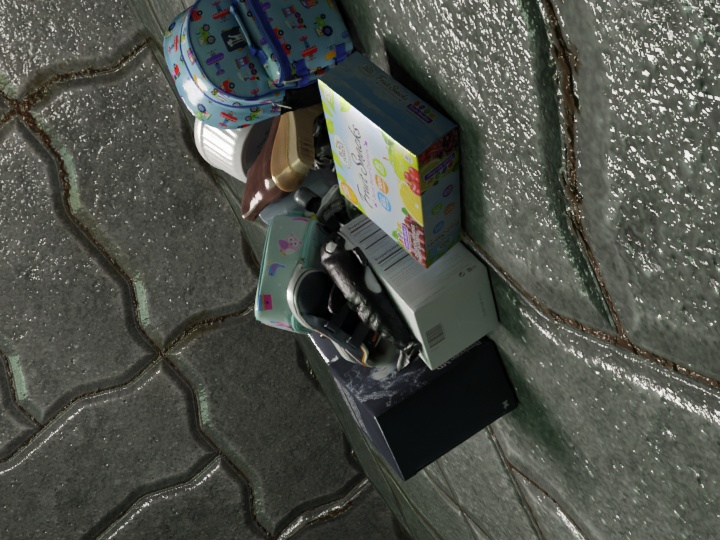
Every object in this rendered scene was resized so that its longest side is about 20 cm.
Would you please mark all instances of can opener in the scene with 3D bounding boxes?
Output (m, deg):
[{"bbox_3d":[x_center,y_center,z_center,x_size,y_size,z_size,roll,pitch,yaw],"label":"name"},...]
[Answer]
[{"bbox_3d":[-0.047,-0.090,1.341,0.066,0.053,0.200,36,177,10],"label":"can opener"}]

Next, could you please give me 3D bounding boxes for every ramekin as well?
[{"bbox_3d":[-0.151,-0.225,1.422,0.094,0.202,0.204,40,161,26],"label":"ramekin"}]

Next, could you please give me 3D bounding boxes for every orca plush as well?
[{"bbox_3d":[-0.006,0.044,1.175,0.202,0.070,0.105,59,168,10],"label":"orca plush"}]

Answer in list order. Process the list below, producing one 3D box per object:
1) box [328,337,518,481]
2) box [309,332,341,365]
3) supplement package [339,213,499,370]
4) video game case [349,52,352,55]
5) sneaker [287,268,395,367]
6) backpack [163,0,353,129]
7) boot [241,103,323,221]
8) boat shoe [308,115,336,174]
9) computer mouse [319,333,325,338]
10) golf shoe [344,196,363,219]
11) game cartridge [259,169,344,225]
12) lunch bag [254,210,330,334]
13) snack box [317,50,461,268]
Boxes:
[{"bbox_3d":[0.085,0.165,1.328,0.119,0.194,0.200,65,167,-24],"label":"box"},{"bbox_3d":[-0.025,0.093,1.683,0.198,0.117,0.200,55,-174,23],"label":"box"},{"bbox_3d":[0.074,0.007,1.196,0.200,0.108,0.115,48,165,46],"label":"supplement package"},{"bbox_3d":[0.012,-0.202,1.175,0.201,0.018,0.144,51,165,40],"label":"video game case"},{"bbox_3d":[-0.017,0.064,1.240,0.078,0.080,0.200,11,157,39],"label":"sneaker"},{"bbox_3d":[-0.131,-0.275,1.116,0.186,0.197,0.134,67,160,3],"label":"backpack"},{"bbox_3d":[-0.120,-0.188,1.320,0.166,0.071,0.204,-34,44,45],"label":"boot"},{"bbox_3d":[-0.049,-0.174,1.382,0.073,0.070,0.200,57,169,11],"label":"boat shoe"},{"bbox_3d":[0.021,0.052,1.358,0.199,0.139,0.047,-23,82,49],"label":"computer mouse"},{"bbox_3d":[0.002,-0.114,1.310,0.201,0.077,0.098,81,163,-62],"label":"golf shoe"},{"bbox_3d":[-0.069,-0.100,1.440,0.041,0.132,0.200,63,-170,14],"label":"game cartridge"},{"bbox_3d":[-0.090,0.004,1.312,0.200,0.075,0.164,57,-135,-82],"label":"lunch bag"},{"bbox_3d":[0.037,-0.124,1.066,0.168,0.067,0.202,43,159,29],"label":"snack box"}]
